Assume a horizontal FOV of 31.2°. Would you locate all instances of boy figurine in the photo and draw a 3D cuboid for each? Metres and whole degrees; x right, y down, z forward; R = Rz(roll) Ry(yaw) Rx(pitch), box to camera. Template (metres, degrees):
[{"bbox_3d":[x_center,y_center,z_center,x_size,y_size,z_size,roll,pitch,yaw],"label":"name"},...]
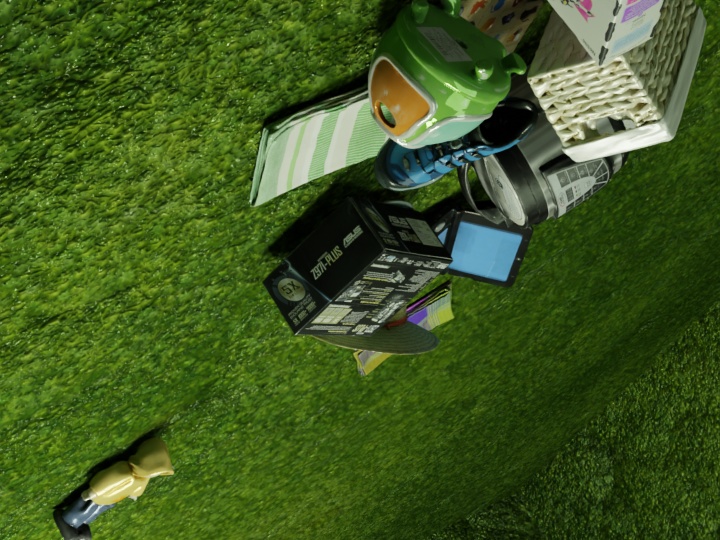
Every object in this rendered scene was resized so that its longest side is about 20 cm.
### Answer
[{"bbox_3d":[-0.350,0.318,1.882,0.199,0.065,0.124,-36,157,10],"label":"boy figurine"}]

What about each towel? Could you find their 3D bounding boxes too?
[{"bbox_3d":[-0.026,-0.146,1.424,0.198,0.024,0.153,-25,159,-23],"label":"towel"},{"bbox_3d":[0.073,0.102,2.138,0.198,0.023,0.144,-32,159,-9],"label":"towel"}]

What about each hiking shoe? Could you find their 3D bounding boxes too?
[{"bbox_3d":[0.107,-0.150,1.436,0.198,0.075,0.087,-25,-179,-9],"label":"hiking shoe"}]

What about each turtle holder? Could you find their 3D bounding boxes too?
[{"bbox_3d":[0.080,-0.205,1.332,0.132,0.140,0.186,-52,-171,30],"label":"turtle holder"}]

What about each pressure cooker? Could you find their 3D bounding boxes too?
[{"bbox_3d":[0.208,-0.150,1.584,0.198,0.177,0.179,-33,-174,-5],"label":"pressure cooker"}]

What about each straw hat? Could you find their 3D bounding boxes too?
[{"bbox_3d":[0.020,0.048,1.810,0.200,0.199,0.087,-8,110,-51],"label":"straw hat"}]

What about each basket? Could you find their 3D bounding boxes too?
[{"bbox_3d":[0.280,-0.240,1.412,0.134,0.124,0.202,-11,-137,39],"label":"basket"}]

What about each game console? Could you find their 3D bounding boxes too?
[{"bbox_3d":[0.139,-0.003,1.868,0.175,0.116,0.201,-41,162,-21],"label":"game console"}]

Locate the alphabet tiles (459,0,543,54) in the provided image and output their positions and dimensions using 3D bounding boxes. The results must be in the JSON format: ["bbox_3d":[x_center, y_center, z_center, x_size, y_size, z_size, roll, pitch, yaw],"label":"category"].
[{"bbox_3d":[0.116,-0.252,1.454,0.198,0.006,0.167,-20,154,-35],"label":"alphabet tiles"}]

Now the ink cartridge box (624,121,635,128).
[{"bbox_3d":[0.341,-0.190,1.859,0.115,0.067,0.200,-9,147,-52],"label":"ink cartridge box"}]

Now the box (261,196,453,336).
[{"bbox_3d":[0.000,0.000,1.633,0.164,0.087,0.199,-43,158,21],"label":"box"}]

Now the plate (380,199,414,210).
[{"bbox_3d":[-0.015,-0.032,1.700,0.198,0.026,0.201,-30,159,-13],"label":"plate"}]

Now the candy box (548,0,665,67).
[{"bbox_3d":[0.225,-0.323,1.235,0.071,0.169,0.201,-29,159,-12],"label":"candy box"}]
